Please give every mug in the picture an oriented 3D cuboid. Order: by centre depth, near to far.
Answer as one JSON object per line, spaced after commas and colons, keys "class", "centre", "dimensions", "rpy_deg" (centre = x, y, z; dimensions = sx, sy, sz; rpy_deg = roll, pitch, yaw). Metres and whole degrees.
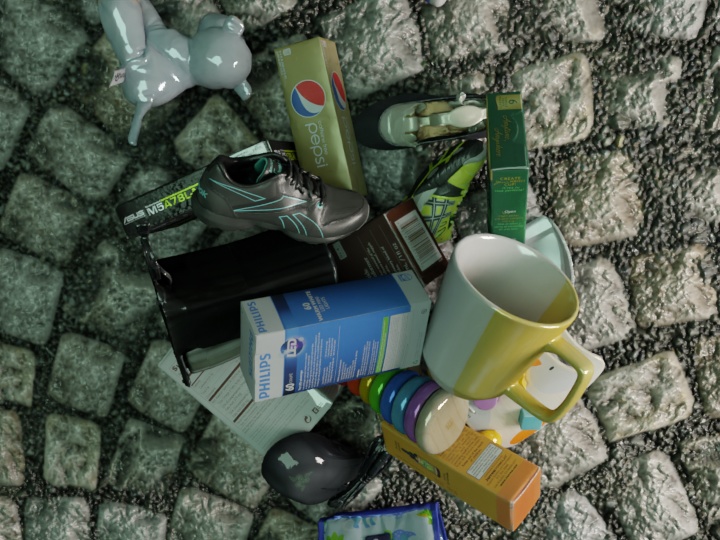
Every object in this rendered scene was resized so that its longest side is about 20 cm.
{"class": "mug", "centre": [0.146, 0.076, 1.002], "dimensions": [0.149, 0.187, 0.154], "rpy_deg": [8, 128, -24]}

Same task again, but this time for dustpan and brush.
{"class": "dustpan and brush", "centre": [0.228, 0.049, 1.154], "dimensions": [0.139, 0.057, 0.201], "rpy_deg": [-29, 94, 9]}

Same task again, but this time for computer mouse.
{"class": "computer mouse", "centre": [-0.039, 0.257, 1.151], "dimensions": [0.139, 0.200, 0.053], "rpy_deg": [-51, 49, 14]}

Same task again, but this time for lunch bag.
{"class": "lunch bag", "centre": [0.039, 0.415, 1.201], "dimensions": [0.169, 0.127, 0.201], "rpy_deg": [-10, 84, 9]}

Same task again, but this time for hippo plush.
{"class": "hippo plush", "centre": [-0.217, -0.274, 1.099], "dimensions": [0.160, 0.200, 0.160], "rpy_deg": [-14, 118, 0]}

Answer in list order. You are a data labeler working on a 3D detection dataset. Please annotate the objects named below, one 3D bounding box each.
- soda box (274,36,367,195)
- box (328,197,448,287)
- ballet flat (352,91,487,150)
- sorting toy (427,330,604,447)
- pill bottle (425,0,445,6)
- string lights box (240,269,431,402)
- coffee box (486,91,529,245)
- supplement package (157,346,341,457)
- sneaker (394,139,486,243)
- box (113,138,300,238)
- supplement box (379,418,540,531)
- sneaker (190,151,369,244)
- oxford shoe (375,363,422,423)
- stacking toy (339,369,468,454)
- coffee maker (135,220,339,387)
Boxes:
{"class": "soda box", "centre": [-0.048, -0.183, 1.138], "dimensions": [0.064, 0.068, 0.201], "rpy_deg": [-12, 94, 17]}
{"class": "box", "centre": [0.000, 0.000, 1.122], "dimensions": [0.200, 0.075, 0.100], "rpy_deg": [-28, 93, 40]}
{"class": "ballet flat", "centre": [0.086, -0.188, 1.132], "dimensions": [0.199, 0.073, 0.074], "rpy_deg": [-4, 98, 7]}
{"class": "sorting toy", "centre": [0.196, 0.115, 1.121], "dimensions": [0.180, 0.107, 0.200], "rpy_deg": [-39, 93, 30]}
{"class": "pill bottle", "centre": [0.036, -0.412, 1.082], "dimensions": [0.199, 0.114, 0.114], "rpy_deg": [30, 100, 1]}
{"class": "string lights box", "centre": [-0.029, 0.071, 0.996], "dimensions": [0.199, 0.059, 0.103], "rpy_deg": [-10, 133, -20]}
{"class": "coffee box", "centre": [0.169, -0.095, 1.059], "dimensions": [0.044, 0.200, 0.124], "rpy_deg": [-1, 54, 7]}
{"class": "supplement package", "centre": [-0.137, 0.132, 1.176], "dimensions": [0.200, 0.117, 0.117], "rpy_deg": [41, 102, 0]}
{"class": "sneaker", "centre": [0.097, -0.082, 1.148], "dimensions": [0.076, 0.075, 0.200], "rpy_deg": [39, 113, -9]}
{"class": "box", "centre": [-0.174, -0.102, 1.108], "dimensions": [0.199, 0.193, 0.048], "rpy_deg": [-22, 96, 9]}
{"class": "supplement box", "centre": [0.119, 0.230, 1.111], "dimensions": [0.199, 0.069, 0.067], "rpy_deg": [25, 144, 31]}
{"class": "sneaker", "centre": [-0.079, -0.080, 0.981], "dimensions": [0.199, 0.076, 0.079], "rpy_deg": [2, 136, -22]}
{"class": "oxford shoe", "centre": [0.047, 0.119, 1.176], "dimensions": [0.070, 0.074, 0.201], "rpy_deg": [2, 100, 3]}
{"class": "stacking toy", "centre": [0.034, 0.146, 1.119], "dimensions": [0.199, 0.085, 0.086], "rpy_deg": [25, 102, 40]}
{"class": "coffee maker", "centre": [-0.127, 0.019, 1.020], "dimensions": [0.199, 0.192, 0.135], "rpy_deg": [-18, 60, -14]}
